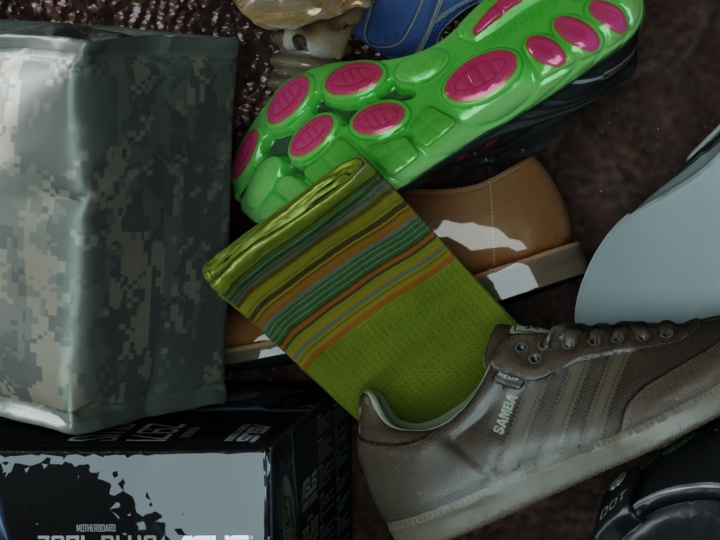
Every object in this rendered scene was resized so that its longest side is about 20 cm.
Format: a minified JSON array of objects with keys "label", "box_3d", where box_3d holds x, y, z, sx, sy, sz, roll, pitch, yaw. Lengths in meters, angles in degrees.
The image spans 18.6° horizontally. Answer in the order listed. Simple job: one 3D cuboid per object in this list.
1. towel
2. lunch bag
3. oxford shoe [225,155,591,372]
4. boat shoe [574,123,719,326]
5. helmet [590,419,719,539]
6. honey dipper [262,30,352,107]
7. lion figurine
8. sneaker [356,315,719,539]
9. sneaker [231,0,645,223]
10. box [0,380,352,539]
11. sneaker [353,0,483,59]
[{"label":"towel","box_3d":[0.022,0.034,0.964,0.086,0.018,0.200,-35,130,12]},{"label":"lunch bag","box_3d":[-0.157,-0.027,0.957,0.199,0.117,0.165,9,101,36]},{"label":"oxford shoe","box_3d":[0.000,0.000,1.007,0.199,0.071,0.072,-18,87,0]},{"label":"boat shoe","box_3d":[0.174,-0.032,0.970,0.071,0.064,0.200,44,112,7]},{"label":"helmet","box_3d":[0.192,0.155,0.924,0.199,0.190,0.201,1,92,34]},{"label":"honey dipper","box_3d":[-0.011,-0.160,1.011,0.038,0.038,0.201,11,92,8]},{"label":"lion figurine","box_3d":[-0.042,-0.172,0.949,0.122,0.073,0.201,-10,48,15]},{"label":"sneaker","box_3d":[0.091,0.049,0.935,0.199,0.070,0.076,-26,86,5]},{"label":"sneaker","box_3d":[0.038,-0.064,0.967,0.199,0.084,0.077,-24,60,8]},{"label":"box","box_3d":[-0.098,0.102,0.960,0.163,0.200,0.087,0,95,10]},{"label":"sneaker","box_3d":[0.063,-0.175,0.984,0.200,0.076,0.077,-40,125,4]}]
